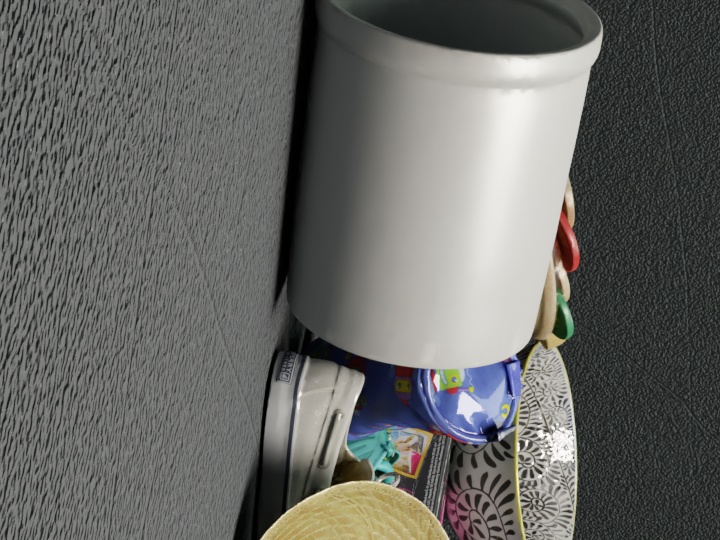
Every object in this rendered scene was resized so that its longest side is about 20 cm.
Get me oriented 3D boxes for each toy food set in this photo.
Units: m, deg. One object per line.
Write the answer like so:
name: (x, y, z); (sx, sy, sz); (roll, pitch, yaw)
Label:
toy food set: (0.125, -0.040, 1.572); (0.198, 0.048, 0.201); (114, -36, -78)

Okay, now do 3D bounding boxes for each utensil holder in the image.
utensil holder: (0.045, -0.065, 1.225); (0.170, 0.169, 0.201); (-73, 172, -65)

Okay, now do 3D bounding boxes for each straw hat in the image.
straw hat: (-0.032, 0.223, 1.278); (0.085, 0.200, 0.203); (10, -89, 52)

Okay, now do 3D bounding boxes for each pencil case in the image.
pencil case: (0.032, 0.073, 1.347); (0.200, 0.086, 0.079); (-8, -100, 62)

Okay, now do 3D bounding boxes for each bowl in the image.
bowl: (0.109, 0.157, 1.668); (0.201, 0.094, 0.202); (-2, 90, -70)

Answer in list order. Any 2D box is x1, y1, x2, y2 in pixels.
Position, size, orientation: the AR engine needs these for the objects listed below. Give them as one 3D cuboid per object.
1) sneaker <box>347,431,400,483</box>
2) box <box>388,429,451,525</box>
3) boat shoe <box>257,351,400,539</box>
sneaker: (-0.011, 0.124, 1.461); (0.078, 0.079, 0.201); (91, 8, -62)
box: (0.000, 0.215, 1.573); (0.200, 0.114, 0.133); (91, 10, -55)
boat shoe: (-0.019, 0.139, 1.323); (0.075, 0.085, 0.203); (-75, 172, -55)
